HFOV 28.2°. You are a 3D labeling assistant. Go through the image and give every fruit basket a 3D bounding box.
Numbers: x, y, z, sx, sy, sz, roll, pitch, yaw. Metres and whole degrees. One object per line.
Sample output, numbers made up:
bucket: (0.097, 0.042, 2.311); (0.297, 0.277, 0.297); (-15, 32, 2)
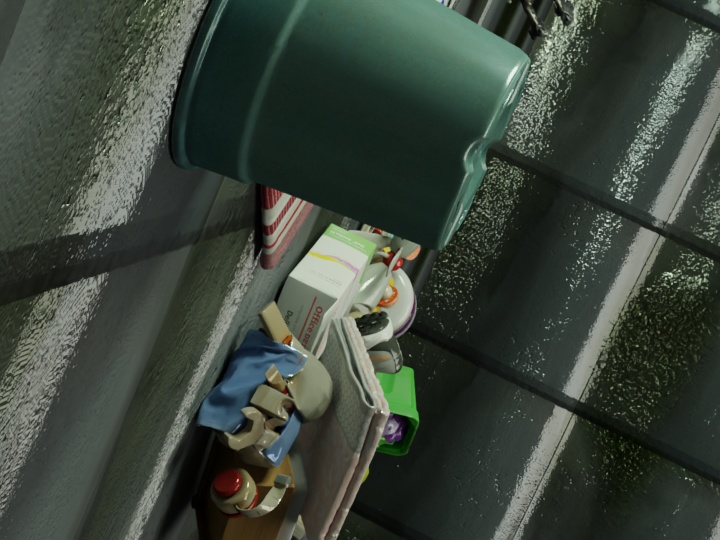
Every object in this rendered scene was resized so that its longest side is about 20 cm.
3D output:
fruit basket: (-0.024, 0.233, 2.057); (0.217, 0.214, 0.156); (-60, 172, -31)

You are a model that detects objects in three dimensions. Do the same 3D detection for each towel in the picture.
towel: (-0.058, -0.101, 1.357); (0.145, 0.023, 0.200); (-60, 170, -24)
towel: (-0.034, 0.175, 1.563); (0.200, 0.032, 0.192); (-114, -138, -59)

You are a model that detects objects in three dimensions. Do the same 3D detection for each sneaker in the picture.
sneaker: (-0.028, 0.109, 1.797); (0.199, 0.080, 0.074); (-11, -157, 45)

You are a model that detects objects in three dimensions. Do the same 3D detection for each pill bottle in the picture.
pill bottle: (0.029, 0.049, 2.176); (0.113, 0.112, 0.200); (-64, 174, -4)

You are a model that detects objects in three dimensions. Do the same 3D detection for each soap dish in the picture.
soap dish: (-0.129, 0.253, 1.609); (0.158, 0.080, 0.201); (-108, -150, -49)

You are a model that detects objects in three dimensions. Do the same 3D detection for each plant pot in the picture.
plant pot: (0.001, -0.120, 0.990); (0.201, 0.195, 0.200); (-62, 173, -13)

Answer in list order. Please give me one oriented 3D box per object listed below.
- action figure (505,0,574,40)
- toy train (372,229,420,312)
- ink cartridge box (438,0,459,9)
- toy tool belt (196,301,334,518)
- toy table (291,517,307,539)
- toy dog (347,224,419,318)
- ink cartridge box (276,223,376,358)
action figure: (0.233, -0.431, 2.075); (0.119, 0.102, 0.200); (-38, 131, 0)
toy train: (0.022, 0.001, 2.006); (0.150, 0.055, 0.202); (37, 74, -59)
ink cartridge box: (0.075, -0.293, 1.577); (0.201, 0.044, 0.094); (-62, 171, -20)
toy tool belt: (-0.116, 0.142, 1.484); (0.201, 0.124, 0.123); (-62, 145, -27)
toy table: (-0.108, 0.319, 1.911); (0.184, 0.117, 0.200); (-50, -170, -10)
toy dog: (0.000, 0.000, 1.880); (0.096, 0.131, 0.202); (36, 71, -44)
ink cartridge box: (-0.055, 0.040, 1.681); (0.118, 0.067, 0.200); (-67, 174, 28)
